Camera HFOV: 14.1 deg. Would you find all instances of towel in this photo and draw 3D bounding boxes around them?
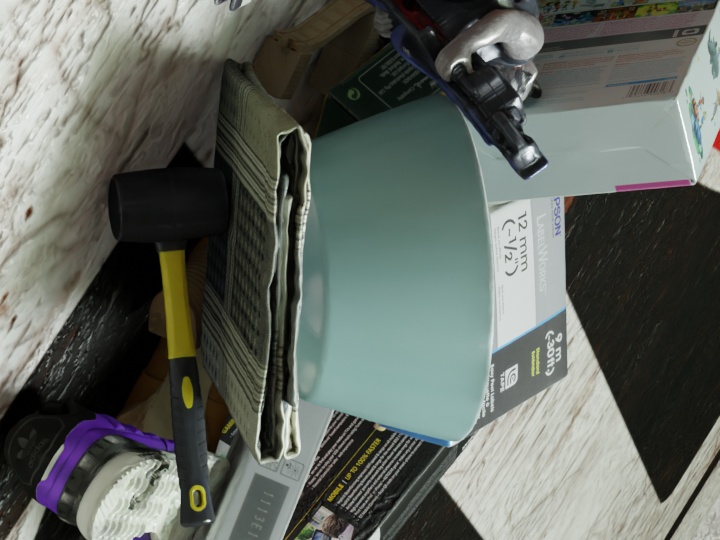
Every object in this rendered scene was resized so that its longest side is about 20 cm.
[{"bbox_3d":[-0.054,-0.007,1.605,0.200,0.035,0.193,-126,-140,-71],"label":"towel"}]

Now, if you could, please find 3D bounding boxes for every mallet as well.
[{"bbox_3d":[-0.090,0.039,1.612,0.066,0.200,0.041,-13,-179,-15],"label":"mallet"}]

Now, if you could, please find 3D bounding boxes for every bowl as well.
[{"bbox_3d":[0.000,0.000,1.654,0.201,0.105,0.201,178,-90,-76],"label":"bowl"}]

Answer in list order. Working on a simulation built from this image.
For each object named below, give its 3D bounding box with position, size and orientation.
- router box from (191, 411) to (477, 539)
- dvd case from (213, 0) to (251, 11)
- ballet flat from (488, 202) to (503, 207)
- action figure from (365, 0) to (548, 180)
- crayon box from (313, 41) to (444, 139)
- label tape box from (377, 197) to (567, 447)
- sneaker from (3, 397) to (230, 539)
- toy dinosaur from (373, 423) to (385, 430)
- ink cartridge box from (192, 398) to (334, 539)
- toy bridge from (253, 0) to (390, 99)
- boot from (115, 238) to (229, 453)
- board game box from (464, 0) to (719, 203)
[{"bbox_3d":[-0.031,0.120,1.913,0.200,0.149,0.051,-49,162,-29],"label":"router box"},{"bbox_3d":[-0.004,-0.233,1.575,0.200,0.016,0.149,-38,154,-52],"label":"dvd case"},{"bbox_3d":[0.089,-0.071,1.817,0.200,0.067,0.064,-34,164,-47],"label":"ballet flat"},{"bbox_3d":[0.073,-0.148,1.578,0.105,0.200,0.194,-28,143,-11],"label":"action figure"},{"bbox_3d":[0.021,-0.073,1.845,0.126,0.052,0.200,-40,164,-29],"label":"crayon box"},{"bbox_3d":[0.091,0.009,1.885,0.200,0.066,0.143,-26,121,-44],"label":"label tape box"},{"bbox_3d":[-0.146,0.111,1.679,0.070,0.099,0.200,-60,163,-1],"label":"sneaker"},{"bbox_3d":[0.022,0.020,1.934,0.200,0.101,0.058,-64,-175,-28],"label":"toy dinosaur"},{"bbox_3d":[-0.061,0.126,1.779,0.174,0.044,0.200,118,-5,-60],"label":"ink cartridge box"},{"bbox_3d":[-0.007,-0.138,1.780,0.067,0.027,0.200,-64,161,12],"label":"toy bridge"},{"bbox_3d":[-0.083,0.055,1.806,0.144,0.071,0.201,-40,150,-47],"label":"boot"},{"bbox_3d":[0.149,-0.123,1.725,0.200,0.147,0.064,-62,140,-48],"label":"board game box"}]
